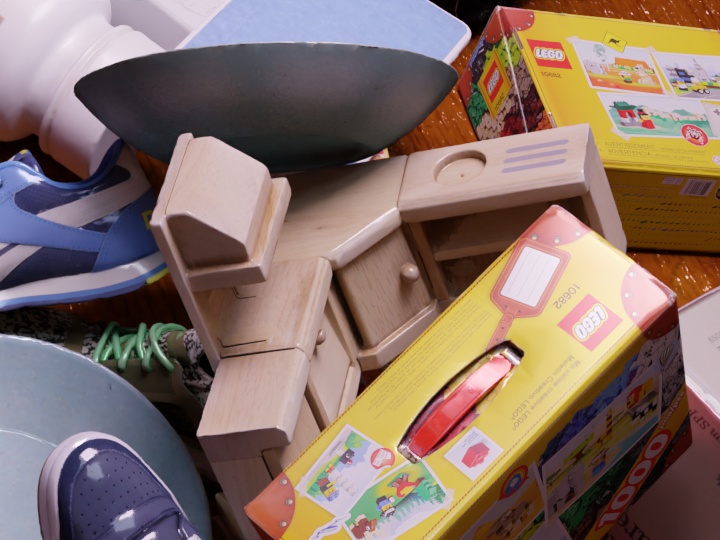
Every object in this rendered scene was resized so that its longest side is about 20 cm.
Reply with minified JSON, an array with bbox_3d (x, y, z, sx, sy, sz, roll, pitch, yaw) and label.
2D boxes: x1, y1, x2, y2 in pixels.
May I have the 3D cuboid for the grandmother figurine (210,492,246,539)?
[{"bbox_3d":[0.017,0.100,1.200,0.199,0.121,0.061,-28,80,-20],"label":"grandmother figurine"}]

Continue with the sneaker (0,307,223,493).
[{"bbox_3d":[-0.107,0.049,1.211,0.199,0.089,0.077,20,42,-7],"label":"sneaker"}]

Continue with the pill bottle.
[{"bbox_3d":[-0.211,-0.142,1.333,0.200,0.115,0.114,35,42,10],"label":"pill bottle"}]

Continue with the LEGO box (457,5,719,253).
[{"bbox_3d":[0.185,-0.092,1.514,0.199,0.077,0.149,3,46,-24],"label":"LEGO box"}]

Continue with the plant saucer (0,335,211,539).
[{"bbox_3d":[-0.174,0.125,1.118,0.200,0.039,0.202,15,48,-17],"label":"plant saucer"}]

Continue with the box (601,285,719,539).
[{"bbox_3d":[0.179,0.122,1.200,0.109,0.200,0.128,-24,61,-42],"label":"box"}]

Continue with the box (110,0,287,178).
[{"bbox_3d":[-0.083,-0.137,1.407,0.200,0.098,0.124,39,43,12],"label":"box"}]

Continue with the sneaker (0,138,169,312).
[{"bbox_3d":[-0.200,-0.019,1.193,0.199,0.083,0.074,-10,11,-14],"label":"sneaker"}]

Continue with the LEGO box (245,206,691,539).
[{"bbox_3d":[0.056,0.093,1.041,0.200,0.149,0.077,-44,61,-14],"label":"LEGO box"}]

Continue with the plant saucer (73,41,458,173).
[{"bbox_3d":[-0.047,-0.078,1.169,0.200,0.201,0.039,0,82,-27],"label":"plant saucer"}]

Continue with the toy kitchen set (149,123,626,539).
[{"bbox_3d":[0.015,-0.001,1.090,0.179,0.164,0.201,-9,37,18],"label":"toy kitchen set"}]

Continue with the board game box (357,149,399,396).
[{"bbox_3d":[0.000,0.000,1.311,0.030,0.096,0.201,9,44,-18],"label":"board game box"}]

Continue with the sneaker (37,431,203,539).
[{"bbox_3d":[-0.070,0.163,1.029,0.070,0.108,0.201,-32,104,-31],"label":"sneaker"}]

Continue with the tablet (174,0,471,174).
[{"bbox_3d":[-0.025,-0.127,1.343,0.130,0.014,0.200,32,44,6],"label":"tablet"}]

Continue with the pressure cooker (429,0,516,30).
[{"bbox_3d":[0.050,-0.290,1.570,0.200,0.179,0.176,41,46,14],"label":"pressure cooker"}]
